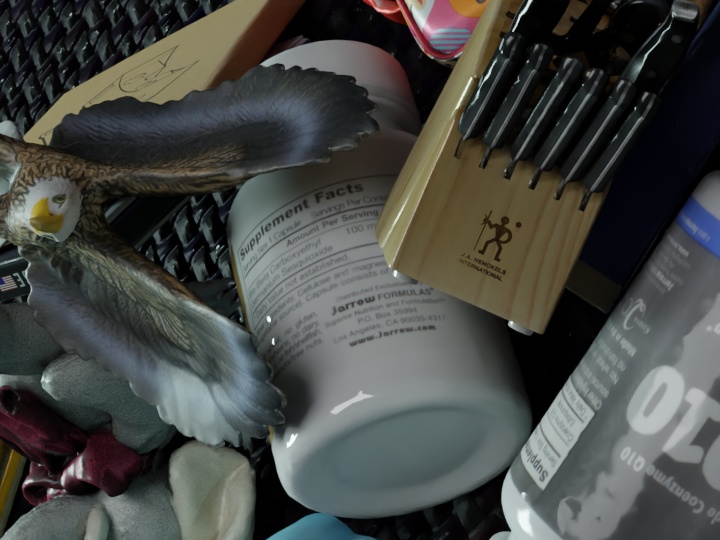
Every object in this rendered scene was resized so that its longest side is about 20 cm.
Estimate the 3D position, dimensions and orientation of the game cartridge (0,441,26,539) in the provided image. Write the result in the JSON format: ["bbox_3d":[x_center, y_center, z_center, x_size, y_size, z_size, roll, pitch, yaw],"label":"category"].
[{"bbox_3d":[-0.270,0.112,1.199,0.199,0.032,0.177,12,83,45],"label":"game cartridge"}]

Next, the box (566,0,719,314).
[{"bbox_3d":[0.145,-0.080,0.806,0.032,0.121,0.200,34,101,4],"label":"box"}]

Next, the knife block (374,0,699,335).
[{"bbox_3d":[0.070,-0.072,0.760,0.200,0.064,0.176,-103,37,-84],"label":"knife block"}]

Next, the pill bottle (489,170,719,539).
[{"bbox_3d":[0.125,0.074,0.761,0.114,0.114,0.200,43,106,45],"label":"pill bottle"}]

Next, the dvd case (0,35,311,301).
[{"bbox_3d":[-0.125,-0.048,1.034,0.150,0.025,0.200,-13,24,41],"label":"dvd case"}]

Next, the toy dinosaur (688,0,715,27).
[{"bbox_3d":[0.131,-0.125,0.797,0.200,0.060,0.107,121,147,-64],"label":"toy dinosaur"}]

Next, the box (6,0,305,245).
[{"bbox_3d":[-0.121,-0.078,1.028,0.163,0.021,0.200,-25,18,25],"label":"box"}]

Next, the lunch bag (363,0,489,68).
[{"bbox_3d":[0.061,-0.184,0.949,0.176,0.082,0.201,-41,50,27],"label":"lunch bag"}]

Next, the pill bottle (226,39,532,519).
[{"bbox_3d":[0.000,0.000,0.913,0.114,0.114,0.201,-35,52,30],"label":"pill bottle"}]

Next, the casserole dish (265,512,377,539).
[{"bbox_3d":[-0.042,0.200,0.901,0.121,0.039,0.200,53,124,33],"label":"casserole dish"}]

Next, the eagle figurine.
[{"bbox_3d":[-0.107,-0.024,0.859,0.151,0.199,0.152,-79,6,-49],"label":"eagle figurine"}]

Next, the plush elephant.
[{"bbox_3d":[-0.136,0.092,0.995,0.164,0.199,0.156,-11,87,57],"label":"plush elephant"}]
